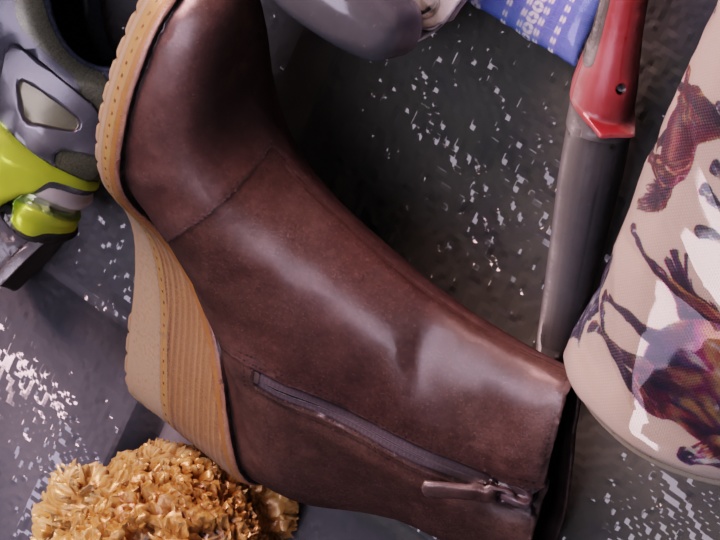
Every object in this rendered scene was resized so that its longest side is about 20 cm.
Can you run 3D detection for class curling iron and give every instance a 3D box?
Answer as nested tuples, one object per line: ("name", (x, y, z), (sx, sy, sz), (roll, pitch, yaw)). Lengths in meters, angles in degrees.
("curling iron", (0.087, -0.052, 0.926), (0.050, 0.026, 0.200), (19, 112, 4))

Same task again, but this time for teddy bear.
("teddy bear", (-0.066, 0.162, 1.026), (0.145, 0.067, 0.200), (20, 102, 12))

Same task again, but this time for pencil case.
("pencil case", (0.133, -0.031, 0.879), (0.089, 0.078, 0.200), (33, 114, 25))

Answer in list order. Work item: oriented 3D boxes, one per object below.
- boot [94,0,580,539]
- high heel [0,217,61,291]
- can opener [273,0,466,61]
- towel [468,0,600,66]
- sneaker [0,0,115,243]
("boot", (0.000, 0.000, 0.948), (0.166, 0.072, 0.200), (23, 133, 22))
("high heel", (-0.225, -0.002, 1.059), (0.200, 0.071, 0.143), (-41, 82, -8))
("can opener", (-0.038, -0.152, 0.938), (0.200, 0.067, 0.053), (51, 121, 8))
("towel", (0.018, -0.176, 0.948), (0.200, 0.024, 0.145), (34, 115, 20))
("sneaker", (-0.140, -0.108, 1.034), (0.081, 0.074, 0.200), (-41, 81, 15))
